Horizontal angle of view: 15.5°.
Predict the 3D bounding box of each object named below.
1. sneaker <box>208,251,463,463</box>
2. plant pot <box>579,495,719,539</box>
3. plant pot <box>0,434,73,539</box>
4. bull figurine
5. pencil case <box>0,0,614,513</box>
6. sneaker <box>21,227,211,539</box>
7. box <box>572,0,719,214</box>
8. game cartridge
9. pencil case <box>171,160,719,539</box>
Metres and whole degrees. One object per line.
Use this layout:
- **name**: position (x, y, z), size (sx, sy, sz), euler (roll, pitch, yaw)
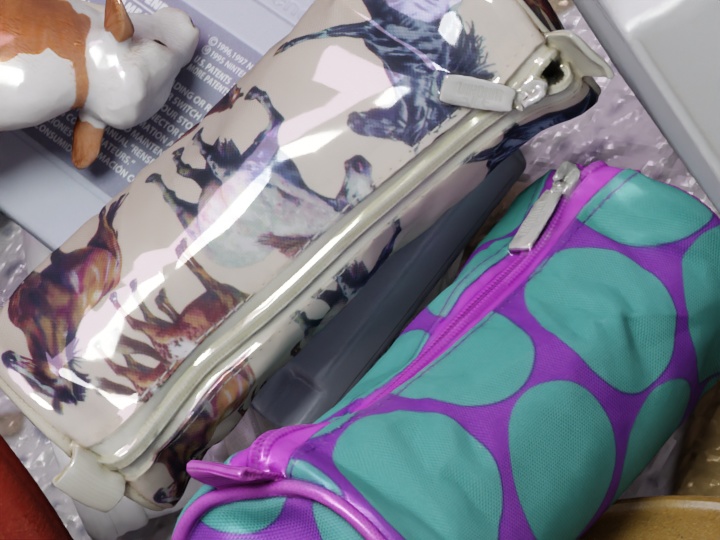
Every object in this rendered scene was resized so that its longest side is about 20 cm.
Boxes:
- **sneaker**: position (0.000, 0.000, 0.878), size (0.081, 0.075, 0.201), euler (-46, 26, 52)
- **plant pot**: position (0.057, 0.113, 0.719), size (0.199, 0.028, 0.200), euler (-17, 21, 7)
- **plant pot**: position (-0.181, 0.135, 0.838), size (0.200, 0.176, 0.200), euler (25, 72, 47)
- **bull figurine**: position (-0.155, -0.067, 0.842), size (0.199, 0.065, 0.122), euler (-21, 46, -5)
- **pencil case**: position (-0.021, -0.016, 0.771), size (0.200, 0.078, 0.089), euler (-44, 23, -2)
- **sneaker**: position (-0.072, 0.010, 0.959), size (0.088, 0.075, 0.200), euler (-18, 46, 2)
- **box**: position (0.134, -0.092, 0.776), size (0.131, 0.200, 0.199), euler (-35, 41, 6)
- **game cartridge**: position (-0.048, -0.049, 0.862), size (0.200, 0.041, 0.133), euler (36, 88, 28)
- **pencil case**: position (0.031, 0.044, 0.748), size (0.085, 0.093, 0.200), euler (-3, 26, 36)
